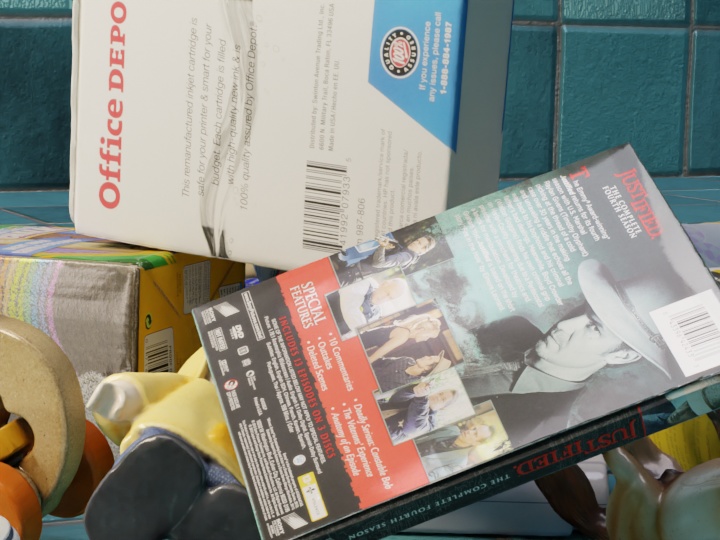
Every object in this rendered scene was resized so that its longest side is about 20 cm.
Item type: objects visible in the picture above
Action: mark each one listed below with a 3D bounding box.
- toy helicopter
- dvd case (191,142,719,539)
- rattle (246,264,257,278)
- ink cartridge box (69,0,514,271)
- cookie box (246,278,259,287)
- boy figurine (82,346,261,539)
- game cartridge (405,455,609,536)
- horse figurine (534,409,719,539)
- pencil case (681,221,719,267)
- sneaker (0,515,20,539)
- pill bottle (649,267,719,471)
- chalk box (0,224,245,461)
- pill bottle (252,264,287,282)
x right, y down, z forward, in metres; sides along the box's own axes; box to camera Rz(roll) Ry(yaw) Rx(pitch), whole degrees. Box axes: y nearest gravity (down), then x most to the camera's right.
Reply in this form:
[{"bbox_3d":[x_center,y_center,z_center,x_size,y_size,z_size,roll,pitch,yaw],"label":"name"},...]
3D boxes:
[{"bbox_3d":[-0.211,0.057,0.929,0.198,0.133,0.079,-3,15,27],"label":"toy helicopter"},{"bbox_3d":[0.041,0.030,0.824,0.199,0.022,0.146,-22,41,-2],"label":"dvd case"},{"bbox_3d":[-0.037,-0.061,1.305,0.198,0.144,0.130,-8,-8,-9],"label":"rattle"},{"bbox_3d":[-0.035,-0.081,1.015,0.198,0.146,0.084,10,16,20],"label":"ink cartridge box"},{"bbox_3d":[-0.025,0.040,1.338,0.198,0.076,0.171,4,9,20],"label":"cookie box"},{"bbox_3d":[-0.061,0.083,0.909,0.124,0.065,0.200,36,14,-3],"label":"boy figurine"},{"bbox_3d":[0.057,0.094,1.054,0.132,0.041,0.200,-3,6,4],"label":"game cartridge"},{"bbox_3d":[0.138,0.084,0.867,0.050,0.134,0.199,-26,8,-38],"label":"horse figurine"},{"bbox_3d":[0.208,0.017,1.174,0.199,0.091,0.083,-5,-31,-41],"label":"pencil case"},{"bbox_3d":[-0.200,0.104,0.771,0.073,0.071,0.199,5,8,33],"label":"sneaker"},{"bbox_3d":[0.186,0.060,0.977,0.111,0.113,0.200,-3,10,-27],"label":"pill bottle"},{"bbox_3d":[-0.172,0.043,1.081,0.198,0.126,0.124,5,8,24],"label":"chalk box"},{"bbox_3d":[0.000,0.000,1.141,0.108,0.110,0.200,-1,22,-13],"label":"pill bottle"}]
